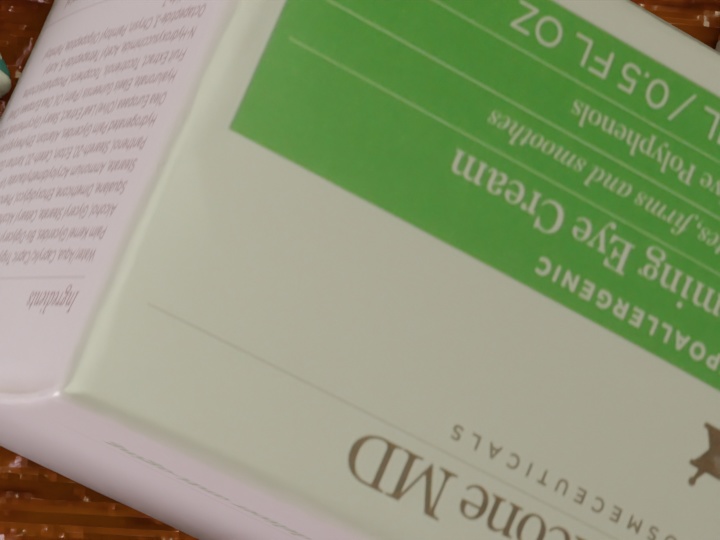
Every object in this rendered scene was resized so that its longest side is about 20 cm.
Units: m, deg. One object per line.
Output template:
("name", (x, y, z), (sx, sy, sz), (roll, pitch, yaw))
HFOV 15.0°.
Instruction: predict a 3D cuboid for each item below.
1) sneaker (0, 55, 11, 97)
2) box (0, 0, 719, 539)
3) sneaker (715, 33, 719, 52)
("sneaker", (-0.190, -0.022, 0.825), (0.093, 0.070, 0.200), (42, 74, 1))
("box", (0.000, 0.000, 0.789), (0.198, 0.200, 0.172), (27, 80, -19))
("sneaker", (0.213, -0.031, 0.897), (0.199, 0.112, 0.078), (29, 79, -8))
